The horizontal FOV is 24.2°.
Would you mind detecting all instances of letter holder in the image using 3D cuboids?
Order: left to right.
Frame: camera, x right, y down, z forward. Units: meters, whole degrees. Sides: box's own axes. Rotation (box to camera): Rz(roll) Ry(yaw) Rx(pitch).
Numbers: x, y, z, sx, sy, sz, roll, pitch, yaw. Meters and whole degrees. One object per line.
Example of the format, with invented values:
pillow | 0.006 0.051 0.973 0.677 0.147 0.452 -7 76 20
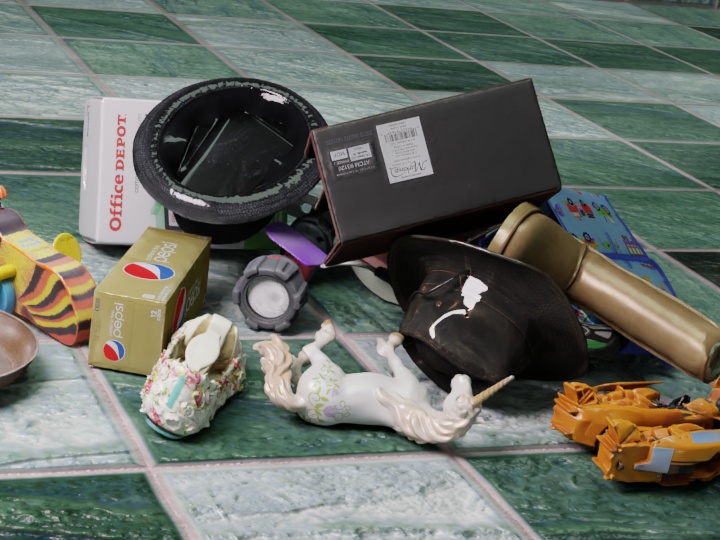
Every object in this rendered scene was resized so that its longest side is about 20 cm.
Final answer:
letter holder | 0.056 -0.081 1.473 0.198 0.102 0.142 -14 -8 -9

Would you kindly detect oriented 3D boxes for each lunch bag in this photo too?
lunch bag | 0.232 0.020 1.596 0.200 0.094 0.150 51 23 26

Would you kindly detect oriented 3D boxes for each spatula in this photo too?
spatula | 0.000 0.000 1.531 0.198 0.021 0.056 22 15 20

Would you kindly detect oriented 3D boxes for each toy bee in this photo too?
toy bee | -0.310 -0.012 1.457 0.198 0.110 0.131 11 20 8

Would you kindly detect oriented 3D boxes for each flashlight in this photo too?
flashlight | -0.066 -0.006 1.598 0.067 0.068 0.200 -29 12 21

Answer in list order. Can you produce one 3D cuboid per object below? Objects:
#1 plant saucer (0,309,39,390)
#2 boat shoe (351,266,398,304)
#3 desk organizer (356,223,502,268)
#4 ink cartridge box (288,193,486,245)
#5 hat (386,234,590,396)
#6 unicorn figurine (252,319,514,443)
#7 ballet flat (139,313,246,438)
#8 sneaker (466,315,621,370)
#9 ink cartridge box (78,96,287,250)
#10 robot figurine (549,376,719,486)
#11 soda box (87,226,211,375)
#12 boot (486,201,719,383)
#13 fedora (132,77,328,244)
plant saucer | -0.355 0.065 1.325 0.198 0.032 0.200 8 19 -3
boat shoe | 0.081 0.008 1.648 0.199 0.071 0.071 22 12 26
desk organizer | 0.085 -0.073 1.598 0.199 0.078 0.072 -28 35 -23
ink cartridge box | 0.028 -0.068 1.711 0.198 0.068 0.117 17 -14 -5
hat | 0.091 0.057 1.418 0.199 0.202 0.081 18 56 28
unicorn figurine | 0.016 0.095 1.354 0.198 0.075 0.138 -8 28 -3
ballet flat | -0.124 0.072 1.348 0.075 0.064 0.200 25 18 -4
sneaker | 0.144 0.033 1.515 0.198 0.086 0.078 19 -10 26
ink cartridge box | -0.176 -0.097 1.687 0.198 0.147 0.084 2 5 -19
robot figurine | 0.264 0.129 1.359 0.198 0.059 0.145 -1 21 -23
soda box | -0.181 0.023 1.468 0.063 0.069 0.200 9 18 3
boot | 0.216 0.021 1.425 0.199 0.067 0.175 34 13 21
fedora | -0.123 -0.093 1.598 0.198 0.092 0.202 5 47 -5
